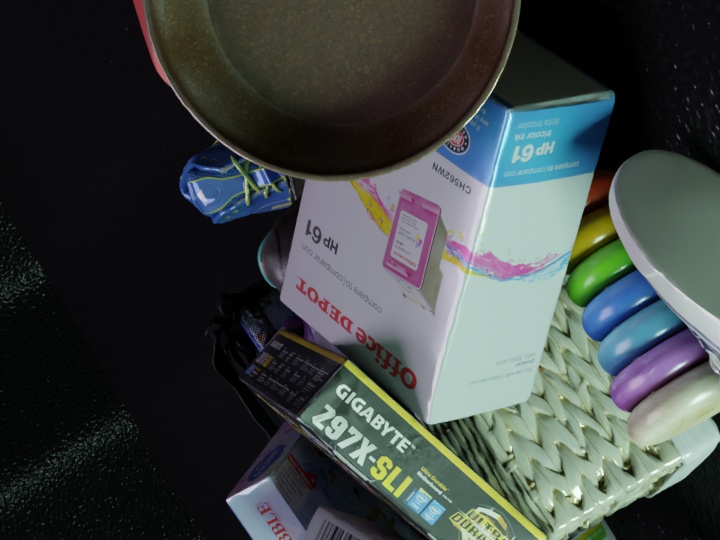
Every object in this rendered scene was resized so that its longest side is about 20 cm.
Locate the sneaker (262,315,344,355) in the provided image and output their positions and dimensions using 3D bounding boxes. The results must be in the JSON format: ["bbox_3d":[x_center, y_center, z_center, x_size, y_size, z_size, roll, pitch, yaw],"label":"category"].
[{"bbox_3d":[-0.003,0.006,1.524,0.075,0.087,0.200,-80,13,-52],"label":"sneaker"}]

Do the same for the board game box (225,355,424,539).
[{"bbox_3d":[0.014,0.177,1.433,0.200,0.041,0.200,57,-151,-9],"label":"board game box"}]

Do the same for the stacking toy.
[{"bbox_3d":[0.143,-0.006,1.211,0.200,0.085,0.085,60,165,13],"label":"stacking toy"}]

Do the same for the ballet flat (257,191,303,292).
[{"bbox_3d":[0.012,-0.056,1.361,0.068,0.200,0.068,-4,133,44],"label":"ballet flat"}]

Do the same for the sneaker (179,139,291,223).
[{"bbox_3d":[-0.056,-0.064,1.513,0.200,0.105,0.076,1,120,55],"label":"sneaker"}]

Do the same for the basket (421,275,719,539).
[{"bbox_3d":[0.110,0.072,1.361,0.200,0.123,0.136,55,165,11],"label":"basket"}]

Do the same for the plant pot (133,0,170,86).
[{"bbox_3d":[-0.065,-0.228,1.258,0.201,0.200,0.178,96,149,-66],"label":"plant pot"}]

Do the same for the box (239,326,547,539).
[{"bbox_3d":[0.015,0.109,1.284,0.160,0.049,0.200,43,174,-11],"label":"box"}]

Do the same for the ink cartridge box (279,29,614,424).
[{"bbox_3d":[0.044,-0.036,1.208,0.144,0.084,0.201,38,128,39],"label":"ink cartridge box"}]

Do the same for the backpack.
[{"bbox_3d":[-0.021,0.087,1.749,0.191,0.154,0.200,61,179,6],"label":"backpack"}]

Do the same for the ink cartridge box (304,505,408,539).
[{"bbox_3d":[0.079,0.210,1.317,0.162,0.057,0.200,24,-176,40],"label":"ink cartridge box"}]

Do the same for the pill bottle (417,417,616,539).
[{"bbox_3d":[0.091,0.148,1.587,0.200,0.111,0.111,57,165,5],"label":"pill bottle"}]

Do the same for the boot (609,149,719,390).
[{"bbox_3d":[0.194,0.033,1.114,0.200,0.073,0.090,51,157,23],"label":"boot"}]

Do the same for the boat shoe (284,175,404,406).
[{"bbox_3d":[0.000,0.000,1.446,0.069,0.057,0.200,-17,108,42],"label":"boat shoe"}]

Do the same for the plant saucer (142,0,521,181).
[{"bbox_3d":[-0.013,-0.147,1.113,0.201,0.200,0.037,59,-165,-1],"label":"plant saucer"}]
